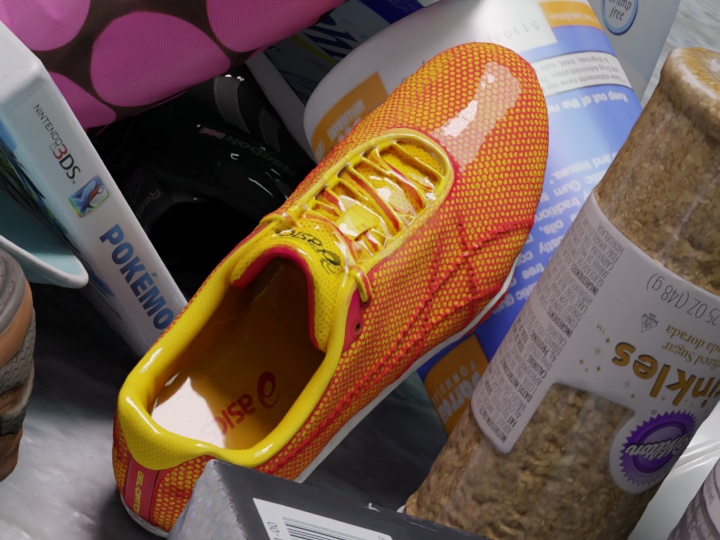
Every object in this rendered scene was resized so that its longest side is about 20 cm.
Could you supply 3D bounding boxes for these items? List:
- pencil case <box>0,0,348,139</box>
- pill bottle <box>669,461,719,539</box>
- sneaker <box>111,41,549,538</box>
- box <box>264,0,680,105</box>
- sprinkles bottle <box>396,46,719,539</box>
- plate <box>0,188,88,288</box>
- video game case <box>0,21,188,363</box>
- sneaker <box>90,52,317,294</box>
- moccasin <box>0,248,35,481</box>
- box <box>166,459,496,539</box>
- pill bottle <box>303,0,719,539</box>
[{"bbox_3d":[-0.037,-0.113,0.905,0.091,0.200,0.094,59,28,-20],"label":"pencil case"},{"bbox_3d":[0.151,0.084,0.752,0.113,0.200,0.113,26,20,-10],"label":"pill bottle"},{"bbox_3d":[0.000,0.000,0.803,0.073,0.077,0.200,31,62,11],"label":"sneaker"},{"bbox_3d":[-0.002,-0.130,1.054,0.200,0.105,0.184,14,-12,36],"label":"box"},{"bbox_3d":[0.073,0.032,0.791,0.068,0.200,0.068,25,20,-10],"label":"sprinkles bottle"},{"bbox_3d":[-0.162,-0.049,0.741,0.200,0.026,0.200,37,1,-1],"label":"plate"},{"bbox_3d":[-0.129,-0.060,0.852,0.200,0.022,0.182,45,-11,35],"label":"video game case"},{"bbox_3d":[-0.063,-0.041,0.975,0.200,0.076,0.088,39,27,24],"label":"sneaker"},{"bbox_3d":[-0.182,0.011,0.683,0.201,0.078,0.074,11,37,2],"label":"moccasin"},{"bbox_3d":[0.019,0.152,0.558,0.132,0.115,0.200,18,22,-26],"label":"box"},{"bbox_3d":[0.068,0.010,0.902,0.112,0.112,0.200,-2,63,-55],"label":"pill bottle"}]
